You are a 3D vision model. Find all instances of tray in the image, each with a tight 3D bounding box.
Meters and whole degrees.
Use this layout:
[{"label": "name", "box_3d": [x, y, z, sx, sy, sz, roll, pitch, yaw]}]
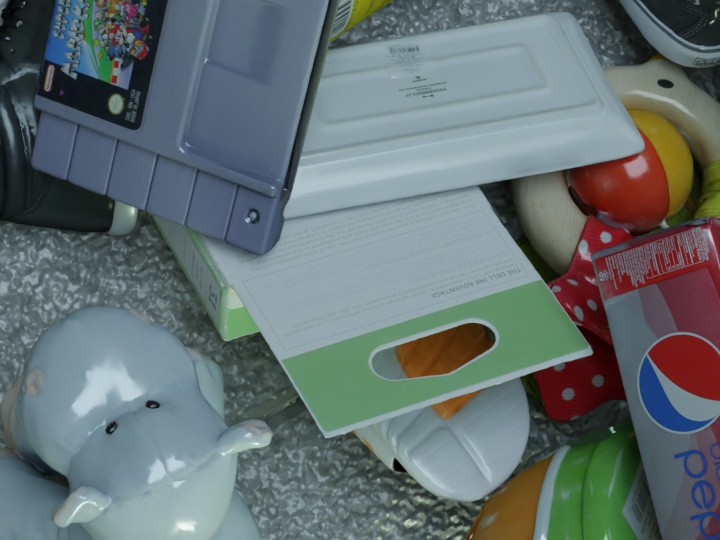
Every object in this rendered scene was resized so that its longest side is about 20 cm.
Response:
[{"label": "tray", "box_3d": [0.031, -0.083, 1.368, 0.199, 0.022, 0.108, -10, 48, -16]}]

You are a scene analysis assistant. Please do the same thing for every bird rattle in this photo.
[{"label": "bird rattle", "box_3d": [0.142, -0.024, 1.401, 0.199, 0.113, 0.163, -30, 68, -13]}]

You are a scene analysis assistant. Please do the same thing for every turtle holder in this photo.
[{"label": "turtle holder", "box_3d": [0.124, 0.164, 1.343, 0.185, 0.131, 0.142, 39, 42, -46]}]

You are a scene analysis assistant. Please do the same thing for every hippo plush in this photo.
[{"label": "hippo plush", "box_3d": [-0.115, 0.107, 1.265, 0.159, 0.161, 0.201, -26, 70, -6]}]

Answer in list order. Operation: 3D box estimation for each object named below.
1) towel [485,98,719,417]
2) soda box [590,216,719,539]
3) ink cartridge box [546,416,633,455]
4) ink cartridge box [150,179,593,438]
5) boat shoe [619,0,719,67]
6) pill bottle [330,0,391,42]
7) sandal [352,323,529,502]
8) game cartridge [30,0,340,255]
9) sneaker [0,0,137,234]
[{"label": "towel", "box_3d": [0.152, -0.014, 1.445, 0.200, 0.018, 0.086, -34, 87, -17]}, {"label": "soda box", "box_3d": [0.168, 0.079, 1.264, 0.063, 0.070, 0.201, -18, 80, 30]}, {"label": "ink cartridge box", "box_3d": [0.207, 0.095, 1.412, 0.199, 0.059, 0.104, -23, 85, -16]}, {"label": "ink cartridge box", "box_3d": [0.000, 0.000, 1.334, 0.145, 0.048, 0.200, -17, 54, -22]}, {"label": "boat shoe", "box_3d": [0.130, -0.191, 1.423, 0.070, 0.066, 0.200, -24, 63, -20]}, {"label": "pill bottle", "box_3d": [-0.014, -0.179, 1.370, 0.200, 0.114, 0.114, -37, 88, -38]}, {"label": "sandal", "box_3d": [0.007, 0.036, 1.386, 0.079, 0.059, 0.207, -27, 64, -25]}, {"label": "game cartridge", "box_3d": [-0.076, -0.118, 1.272, 0.129, 0.038, 0.201, 19, 114, 9]}, {"label": "sneaker", "box_3d": [-0.168, -0.114, 1.365, 0.099, 0.071, 0.201, -5, 84, -18]}]
